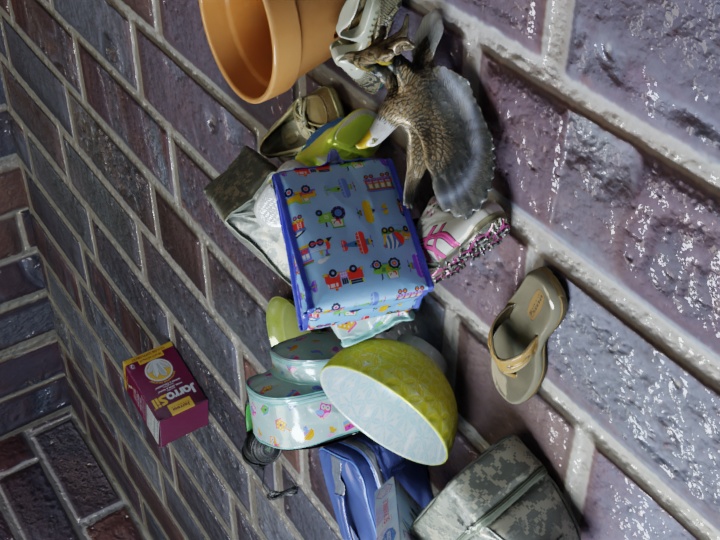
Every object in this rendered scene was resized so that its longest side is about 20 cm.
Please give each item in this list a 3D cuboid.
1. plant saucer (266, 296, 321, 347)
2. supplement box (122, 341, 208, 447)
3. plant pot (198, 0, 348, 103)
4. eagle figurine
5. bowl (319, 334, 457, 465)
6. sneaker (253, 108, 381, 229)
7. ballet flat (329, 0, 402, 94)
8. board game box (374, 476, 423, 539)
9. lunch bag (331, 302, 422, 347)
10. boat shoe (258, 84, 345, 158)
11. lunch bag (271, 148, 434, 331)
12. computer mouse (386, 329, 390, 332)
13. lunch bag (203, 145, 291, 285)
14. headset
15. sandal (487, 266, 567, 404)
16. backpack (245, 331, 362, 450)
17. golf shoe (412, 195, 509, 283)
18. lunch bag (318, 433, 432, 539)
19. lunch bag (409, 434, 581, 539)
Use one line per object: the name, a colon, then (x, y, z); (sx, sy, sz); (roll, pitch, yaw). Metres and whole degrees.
plant saucer: (-0.097, 0.134, 1.751); (0.200, 0.031, 0.203); (43, 144, 43)
supplement box: (-0.454, 0.286, 2.423); (0.200, 0.130, 0.104); (49, 148, 32)
plant pot: (-0.098, -0.324, 1.294); (0.200, 0.138, 0.203); (41, 142, 43)
eagle figurine: (0.063, -0.166, 1.145); (0.150, 0.153, 0.201); (-27, 115, 29)
bowl: (0.055, 0.150, 1.365); (0.198, 0.108, 0.201); (29, 153, 16)
sneaker: (-0.056, -0.128, 1.327); (0.076, 0.199, 0.105); (54, 174, -16)
ballet flat: (0.002, -0.279, 1.211); (0.068, 0.075, 0.201); (54, 150, 23)
board game box: (0.097, 0.396, 1.387); (0.200, 0.041, 0.200); (49, -172, -9)
lunch bag: (0.000, 0.000, 1.366); (0.200, 0.120, 0.173); (-12, -101, -83)
boat shoe: (-0.081, -0.198, 1.440); (0.200, 0.062, 0.074); (-14, 97, 64)
lunch bag: (-0.016, -0.048, 1.220); (0.094, 0.148, 0.203); (121, 138, -70)
computer mouse: (-0.021, 0.044, 1.538); (0.199, 0.034, 0.060); (31, 135, 50)
lunch bag: (-0.114, -0.064, 1.509); (0.200, 0.118, 0.164); (47, 179, -27)
headset: (-0.181, 0.348, 2.048); (0.123, 0.092, 0.203); (137, 124, -66)
sandal: (0.176, 0.077, 1.168); (0.081, 0.053, 0.202); (51, 149, 30)
backpack: (-0.070, 0.180, 1.545); (0.175, 0.198, 0.156); (17, 124, 58)
golf shoe: (0.101, -0.046, 1.200); (0.093, 0.072, 0.200); (66, 154, 7)
lunch bag: (0.021, 0.340, 1.566); (0.135, 0.131, 0.203); (11, 119, 59)
lunch bag: (0.171, 0.321, 1.275); (0.168, 0.139, 0.201); (49, 148, 14)
